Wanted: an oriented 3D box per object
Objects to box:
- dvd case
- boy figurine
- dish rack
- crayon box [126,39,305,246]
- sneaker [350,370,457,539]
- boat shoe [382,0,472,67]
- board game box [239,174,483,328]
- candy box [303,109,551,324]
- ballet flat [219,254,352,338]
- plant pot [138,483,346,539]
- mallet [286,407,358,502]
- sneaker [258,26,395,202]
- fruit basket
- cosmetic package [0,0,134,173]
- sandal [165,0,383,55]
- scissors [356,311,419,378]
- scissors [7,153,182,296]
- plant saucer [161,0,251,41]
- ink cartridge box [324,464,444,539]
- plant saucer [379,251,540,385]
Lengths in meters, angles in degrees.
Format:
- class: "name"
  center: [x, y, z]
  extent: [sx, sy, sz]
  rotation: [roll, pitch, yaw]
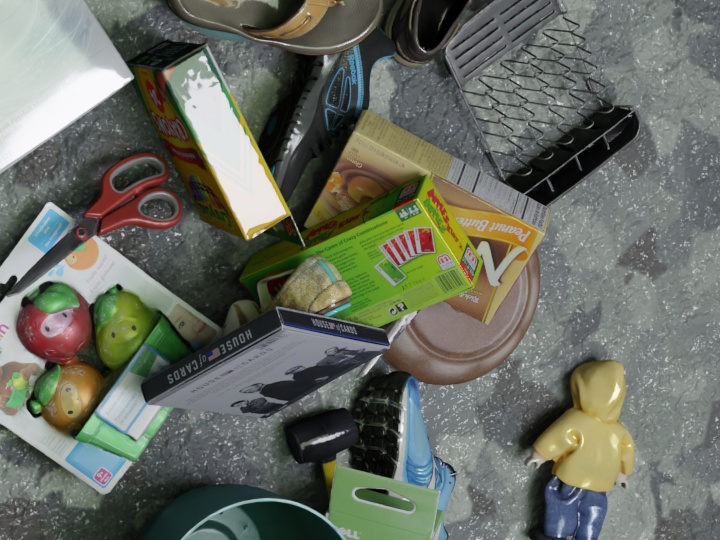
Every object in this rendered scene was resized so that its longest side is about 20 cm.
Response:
- class: "dvd case"
  center: [-0.080, 0.084, 1.598]
  extent: [0.150, 0.200, 0.025]
  rotation: [-30, 70, 21]
- class: "boy figurine"
  center: [0.223, 0.187, 1.840]
  extent: [0.124, 0.064, 0.201]
  rotation: [8, 94, -24]
- class: "dish rack"
  center: [0.172, -0.176, 1.758]
  extent: [0.153, 0.055, 0.201]
  rotation: [-37, 119, -14]
- class: "crayon box"
  center: [-0.130, -0.104, 1.608]
  extent: [0.051, 0.127, 0.201]
  rotation: [-32, 108, -15]
- class: "sneaker"
  center: [0.047, 0.191, 1.771]
  extent: [0.090, 0.078, 0.201]
  rotation: [-16, 111, -35]
- class: "boat shoe"
  center: [0.090, -0.284, 1.705]
  extent: [0.074, 0.073, 0.201]
  rotation: [21, 89, -25]
- class: "board game box"
  center: [0.000, 0.000, 1.657]
  extent: [0.199, 0.048, 0.102]
  rotation: [-24, 112, 27]
- class: "candy box"
  center: [0.062, -0.048, 1.673]
  extent: [0.199, 0.055, 0.116]
  rotation: [28, 122, -3]
- class: "ballet flat"
  center: [-0.085, 0.045, 1.644]
  extent: [0.070, 0.200, 0.071]
  rotation: [24, 49, -31]
- class: "plant pot"
  center: [-0.120, 0.287, 1.653]
  extent: [0.199, 0.161, 0.202]
  rotation: [-3, 99, -23]
- class: "mallet"
  center: [-0.031, 0.234, 1.755]
  extent: [0.066, 0.041, 0.201]
  rotation: [-10, 106, -21]
- class: "sneaker"
  center: [-0.033, -0.144, 1.673]
  extent: [0.082, 0.073, 0.201]
  rotation: [26, 88, -24]
- class: "fruit basket"
  center: [-0.249, 0.071, 1.604]
  extent: [0.200, 0.094, 0.186]
  rotation: [39, 82, -20]
- class: "cosmetic package"
  center: [-0.334, -0.190, 1.511]
  extent: [0.199, 0.123, 0.200]
  rotation: [-38, 109, -14]
- class: "sandal"
  center: [-0.073, -0.241, 1.604]
  extent: [0.199, 0.055, 0.082]
  rotation: [10, 84, -18]
- class: "scissors"
  center: [0.057, 0.018, 1.733]
  extent: [0.200, 0.014, 0.073]
  rotation: [-37, 111, -13]
- class: "scissors"
  center: [-0.241, -0.043, 1.585]
  extent: [0.199, 0.014, 0.073]
  rotation: [-28, 85, -33]
- class: "plant saucer"
  center: [-0.103, -0.308, 1.639]
  extent: [0.199, 0.036, 0.201]
  rotation: [-3, 99, -22]
- class: "ink cartridge box"
  center: [0.016, 0.265, 1.706]
  extent: [0.103, 0.059, 0.201]
  rotation: [14, 117, 10]
- class: "plant saucer"
  center: [0.096, 0.017, 1.775]
  extent: [0.199, 0.037, 0.202]
  rotation: [-3, 99, -23]
